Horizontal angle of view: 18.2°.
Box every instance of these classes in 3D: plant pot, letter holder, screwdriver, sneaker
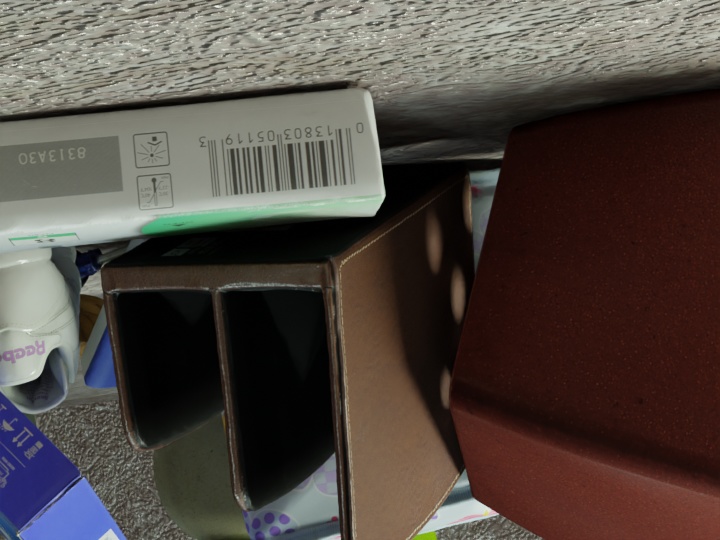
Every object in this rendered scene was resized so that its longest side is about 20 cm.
[{"bbox_3d":[0.141,0.035,0.995,0.175,0.201,0.200,9,157,12],"label":"plant pot"},{"bbox_3d":[-0.020,0.042,0.971,0.100,0.143,0.200,-2,-167,18],"label":"letter holder"},{"bbox_3d":[-0.139,-0.012,1.267,0.029,0.028,0.199,31,148,-30],"label":"screwdriver"},{"bbox_3d":[-0.180,0.026,1.154,0.074,0.100,0.200,-12,177,-2],"label":"sneaker"}]

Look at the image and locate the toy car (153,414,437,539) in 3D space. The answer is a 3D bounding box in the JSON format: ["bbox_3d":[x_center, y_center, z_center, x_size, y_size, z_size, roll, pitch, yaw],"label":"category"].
[{"bbox_3d":[-0.017,0.104,1.293,0.157,0.165,0.200,-18,168,16],"label":"toy car"}]

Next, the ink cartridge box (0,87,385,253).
[{"bbox_3d":[-0.076,-0.031,0.934,0.160,0.051,0.200,-6,173,-4],"label":"ink cartridge box"}]

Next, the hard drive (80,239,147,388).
[{"bbox_3d":[-0.078,0.015,1.272,0.131,0.026,0.200,-5,158,-19],"label":"hard drive"}]

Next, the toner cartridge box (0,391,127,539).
[{"bbox_3d":[-0.198,0.074,1.103,0.043,0.200,0.095,-42,150,-15],"label":"toner cartridge box"}]

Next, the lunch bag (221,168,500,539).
[{"bbox_3d":[0.025,0.045,1.128,0.198,0.171,0.127,-12,169,-4],"label":"lunch bag"}]

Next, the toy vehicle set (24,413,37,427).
[{"bbox_3d":[-0.247,0.061,1.233,0.123,0.027,0.200,-6,-147,-13],"label":"toy vehicle set"}]

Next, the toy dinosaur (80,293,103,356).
[{"bbox_3d":[-0.167,0.035,1.426,0.106,0.061,0.200,6,-170,32],"label":"toy dinosaur"}]
